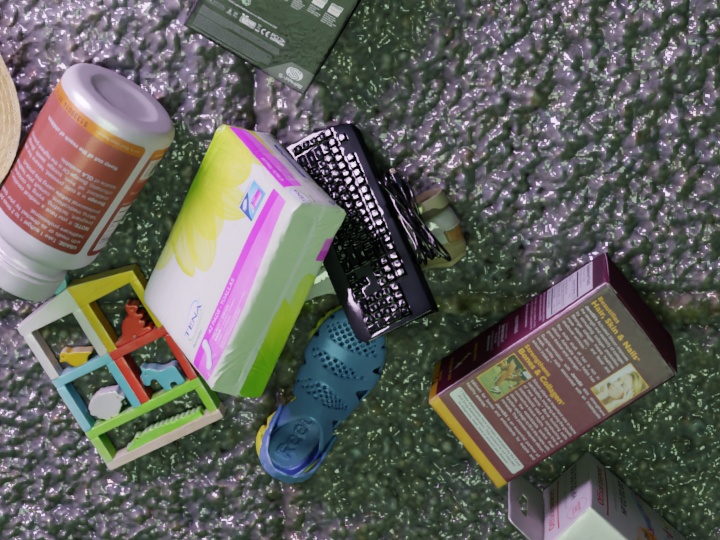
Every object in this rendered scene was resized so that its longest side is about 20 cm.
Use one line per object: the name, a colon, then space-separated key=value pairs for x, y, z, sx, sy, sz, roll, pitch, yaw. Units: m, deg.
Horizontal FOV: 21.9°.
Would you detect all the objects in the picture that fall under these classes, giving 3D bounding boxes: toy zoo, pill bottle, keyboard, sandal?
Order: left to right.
pill bottle: x=-0.260 y=-0.075 z=1.656 sx=0.112 sy=0.112 sz=0.200 roll=34 pitch=110 yaw=-8
toy zoo: x=-0.233 y=0.080 z=1.761 sx=0.131 sy=0.020 sz=0.200 roll=-25 pitch=107 yaw=14
sandal: x=-0.036 y=0.123 z=1.726 sx=0.079 sy=0.087 sz=0.200 roll=25 pitch=109 yaw=-3
keyboard: x=0.005 y=-0.045 z=1.625 sx=0.104 sy=0.040 sz=0.200 roll=-26 pitch=71 yaw=4

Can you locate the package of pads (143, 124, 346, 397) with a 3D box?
package of pads: x=-0.108 y=-0.011 z=1.648 sx=0.068 sy=0.155 sz=0.200 roll=8 pitch=117 yaw=-39

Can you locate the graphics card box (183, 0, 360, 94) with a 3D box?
graphics card box: x=-0.051 y=-0.267 z=1.596 sx=0.125 sy=0.051 sz=0.200 roll=29 pitch=110 yaw=-6

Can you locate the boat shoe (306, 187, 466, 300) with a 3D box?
boat shoe: x=0.000 y=0.000 z=1.681 sx=0.200 sy=0.075 sz=0.068 roll=-26 pitch=101 yaw=13

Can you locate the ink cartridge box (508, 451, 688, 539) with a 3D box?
ink cartridge box: x=0.231 y=0.249 z=1.732 sx=0.200 sy=0.115 sz=0.068 roll=41 pitch=109 yaw=-10

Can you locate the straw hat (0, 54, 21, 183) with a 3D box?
straw hat: x=-0.383 y=-0.151 z=1.653 sx=0.201 sy=0.085 sz=0.201 roll=1 pitch=105 yaw=3

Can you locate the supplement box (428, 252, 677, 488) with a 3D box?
supplement box: x=0.174 y=0.090 z=1.693 sx=0.200 sy=0.086 sz=0.110 roll=-35 pitch=104 yaw=17
